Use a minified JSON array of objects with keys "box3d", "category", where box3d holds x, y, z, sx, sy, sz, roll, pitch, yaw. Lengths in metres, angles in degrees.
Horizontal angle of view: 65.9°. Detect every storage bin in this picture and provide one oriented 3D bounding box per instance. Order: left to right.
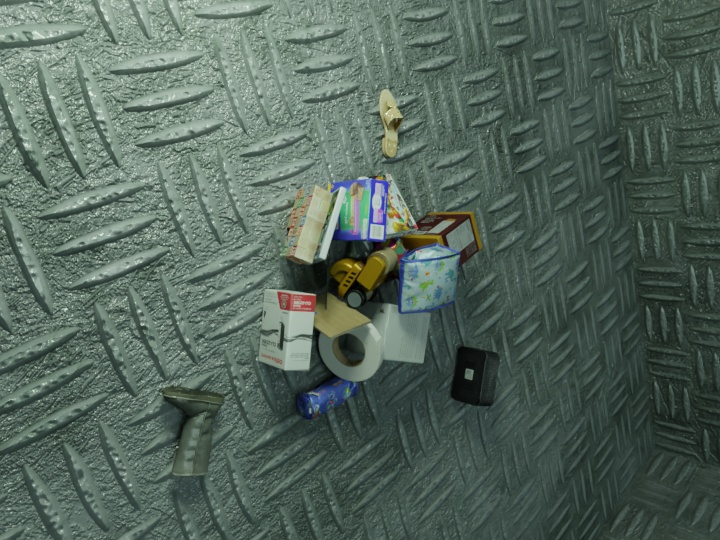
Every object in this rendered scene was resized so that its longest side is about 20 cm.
[{"box3d":[0.429,0.395,2.075,0.093,0.134,0.203,12,85,-41],"category":"storage bin"}]

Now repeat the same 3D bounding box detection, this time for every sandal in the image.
[{"box3d":[0.110,-0.471,1.768,0.077,0.069,0.215,-6,97,-41],"category":"sandal"}]

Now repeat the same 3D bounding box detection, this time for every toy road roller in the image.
[{"box3d":[0.000,0.000,1.609,0.201,0.146,0.123,-54,169,23],"category":"toy road roller"}]

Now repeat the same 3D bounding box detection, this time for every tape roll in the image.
[{"box3d":[-0.027,0.224,1.615,0.037,0.200,0.206,-37,119,-61],"category":"tape roll"}]

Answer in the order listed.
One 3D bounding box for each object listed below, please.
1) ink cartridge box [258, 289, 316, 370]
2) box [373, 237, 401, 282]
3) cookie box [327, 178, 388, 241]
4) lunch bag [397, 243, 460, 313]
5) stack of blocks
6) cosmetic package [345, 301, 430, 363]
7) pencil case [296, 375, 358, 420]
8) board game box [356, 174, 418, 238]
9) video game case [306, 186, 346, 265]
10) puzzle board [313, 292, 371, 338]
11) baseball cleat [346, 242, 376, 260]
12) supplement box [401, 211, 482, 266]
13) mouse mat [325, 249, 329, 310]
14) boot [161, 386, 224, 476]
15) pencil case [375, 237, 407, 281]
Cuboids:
[{"box3d":[-0.198,0.158,1.492,0.083,0.143,0.203,5,90,-40],"category":"ink cartridge box"},{"box3d":[0.079,-0.072,1.771,0.099,0.074,0.203,-22,106,-39],"category":"box"},{"box3d":[-0.015,-0.169,1.594,0.074,0.199,0.174,3,90,-40],"category":"cookie box"},{"box3d":[0.187,0.026,1.643,0.198,0.127,0.173,-17,117,-39],"category":"lunch bag"},{"box3d":[-0.152,-0.123,1.526,0.058,0.115,0.203,22,79,-29],"category":"stack of blocks"},{"box3d":[0.088,0.192,1.736,0.198,0.164,0.168,15,83,-41],"category":"cosmetic package"},{"box3d":[-0.096,0.367,1.642,0.198,0.078,0.088,-20,129,-40],"category":"pencil case"},{"box3d":[0.077,-0.193,1.658,0.125,0.035,0.202,-13,69,-37],"category":"board game box"},{"box3d":[-0.102,-0.118,1.537,0.022,0.182,0.203,20,80,-18],"category":"video game case"},{"box3d":[-0.089,0.125,1.557,0.149,0.199,0.018,-18,124,-38],"category":"puzzle board"},{"box3d":[0.016,-0.093,1.705,0.105,0.070,0.203,12,95,-18],"category":"baseball cleat"},{"box3d":[0.260,-0.093,1.846,0.199,0.196,0.134,-34,115,-34],"category":"supplement box"},{"box3d":[-0.092,0.002,1.550,0.007,0.200,0.163,3,108,-3],"category":"mouse mat"},{"box3d":[-0.429,0.397,1.364,0.180,0.072,0.203,23,85,-38],"category":"boot"},{"box3d":[0.127,-0.028,1.714,0.089,0.088,0.201,-54,128,-24],"category":"pencil case"}]
